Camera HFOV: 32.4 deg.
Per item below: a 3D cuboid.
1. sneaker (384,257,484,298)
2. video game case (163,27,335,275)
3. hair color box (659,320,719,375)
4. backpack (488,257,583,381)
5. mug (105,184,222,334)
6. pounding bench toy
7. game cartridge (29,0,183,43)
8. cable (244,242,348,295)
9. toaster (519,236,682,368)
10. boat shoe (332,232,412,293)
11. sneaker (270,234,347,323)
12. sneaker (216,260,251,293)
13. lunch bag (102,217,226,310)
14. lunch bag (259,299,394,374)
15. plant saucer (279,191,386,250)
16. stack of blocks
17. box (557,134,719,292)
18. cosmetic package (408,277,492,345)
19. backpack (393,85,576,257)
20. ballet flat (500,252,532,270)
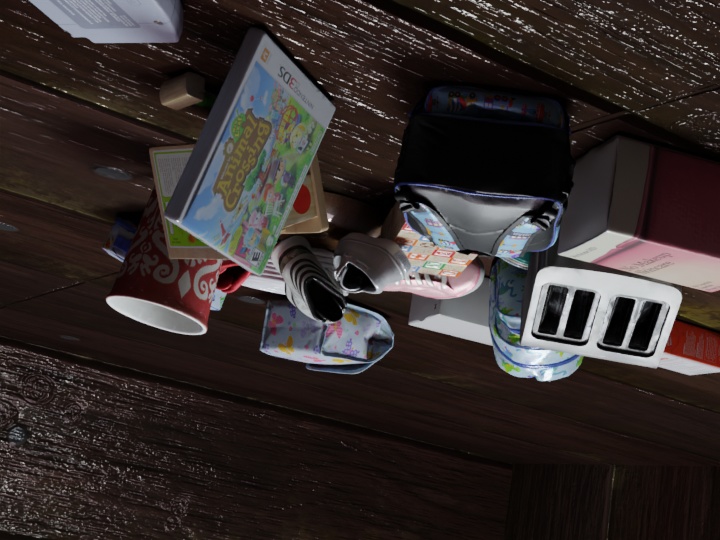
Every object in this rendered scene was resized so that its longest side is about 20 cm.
[{"bbox_3d":[0.071,0.000,1.778,0.199,0.076,0.104,7,-176,25],"label":"sneaker"},{"bbox_3d":[-0.104,-0.112,1.237,0.022,0.201,0.182,20,172,27],"label":"video game case"},{"bbox_3d":[0.500,0.120,2.031,0.199,0.062,0.101,15,165,-26],"label":"hair color box"},{"bbox_3d":[0.244,0.059,1.686,0.162,0.201,0.154,8,144,10],"label":"backpack"},{"bbox_3d":[-0.251,-0.035,1.618,0.176,0.201,0.133,3,159,38],"label":"mug"},{"bbox_3d":[-0.134,-0.128,1.379,0.124,0.202,0.156,1,-165,40],"label":"pounding bench toy"},{"bbox_3d":[-0.242,-0.259,1.091,0.132,0.041,0.200,8,166,22],"label":"game cartridge"},{"bbox_3d":[-0.110,-0.002,1.867,0.198,0.070,0.200,7,176,23],"label":"cable"},{"bbox_3d":[0.294,0.016,1.499,0.179,0.119,0.201,9,137,4],"label":"toaster"},{"bbox_3d":[0.000,0.000,1.638,0.072,0.068,0.200,60,161,-20],"label":"boat shoe"},{"bbox_3d":[-0.056,0.046,1.715,0.075,0.116,0.201,-32,145,1],"label":"sneaker"},{"bbox_3d":[-0.198,-0.036,1.708,0.078,0.116,0.199,43,159,-28],"label":"sneaker"},{"bbox_3d":[-0.297,-0.012,1.915,0.199,0.076,0.160,25,176,38],"label":"lunch bag"},{"bbox_3d":[-0.057,0.124,2.295,0.169,0.128,0.199,0,170,41],"label":"lunch bag"},{"bbox_3d":[-0.061,-0.066,1.727,0.199,0.037,0.201,10,166,3],"label":"plant saucer"},{"bbox_3d":[0.096,-0.051,1.612,0.114,0.059,0.200,7,164,-7],"label":"stack of blocks"},{"bbox_3d":[0.332,-0.057,1.345,0.198,0.110,0.128,12,166,-13],"label":"box"},{"bbox_3d":[0.188,0.063,1.966,0.199,0.086,0.107,17,164,-24],"label":"cosmetic package"},{"bbox_3d":[0.130,-0.090,1.296,0.181,0.136,0.200,7,165,9],"label":"backpack"},{"bbox_3d":[0.261,-0.029,1.606,0.198,0.075,0.074,12,166,5],"label":"ballet flat"}]
